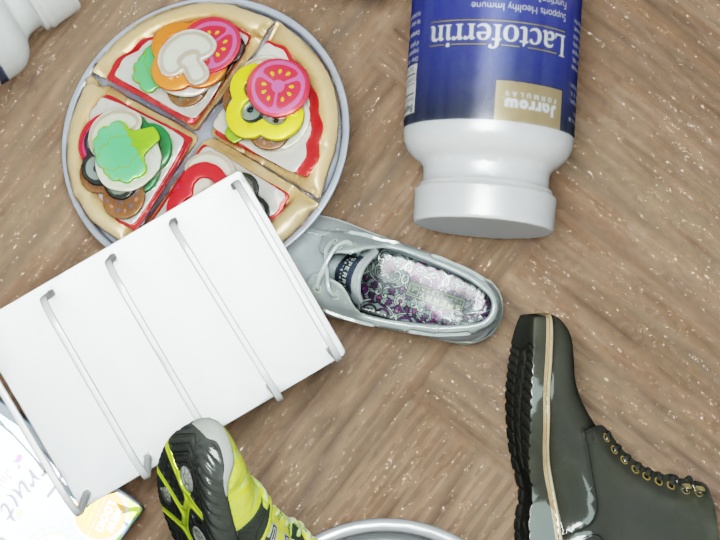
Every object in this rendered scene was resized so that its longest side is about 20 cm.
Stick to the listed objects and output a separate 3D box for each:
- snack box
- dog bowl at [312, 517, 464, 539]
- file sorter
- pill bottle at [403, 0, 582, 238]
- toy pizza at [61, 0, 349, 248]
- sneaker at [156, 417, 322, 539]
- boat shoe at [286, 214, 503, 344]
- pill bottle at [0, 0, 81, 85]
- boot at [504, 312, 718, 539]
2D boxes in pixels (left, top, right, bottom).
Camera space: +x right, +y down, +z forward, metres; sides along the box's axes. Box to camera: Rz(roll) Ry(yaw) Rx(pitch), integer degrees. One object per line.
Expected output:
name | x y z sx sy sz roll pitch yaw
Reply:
snack box | -0.264 0.154 1.469 0.200 0.053 0.142 37 83 1
dog bowl | 0.015 0.262 1.457 0.200 0.079 0.200 0 84 -3
file sorter | -0.125 0.046 1.391 0.200 0.125 0.139 -30 94 -4
pill bottle | 0.088 -0.126 1.487 0.116 0.116 0.200 4 84 -2
toy pizza | -0.107 -0.093 1.490 0.200 0.032 0.201 -3 74 10
sneaker | -0.068 0.163 1.360 0.076 0.075 0.200 -28 129 -20
boat shoe | 0.000 0.001 1.489 0.200 0.072 0.070 14 84 1
pill bottle | -0.291 -0.156 1.475 0.200 0.111 0.111 -33 86 -6
boot | 0.172 0.124 1.490 0.138 0.077 0.200 -4 97 -7
